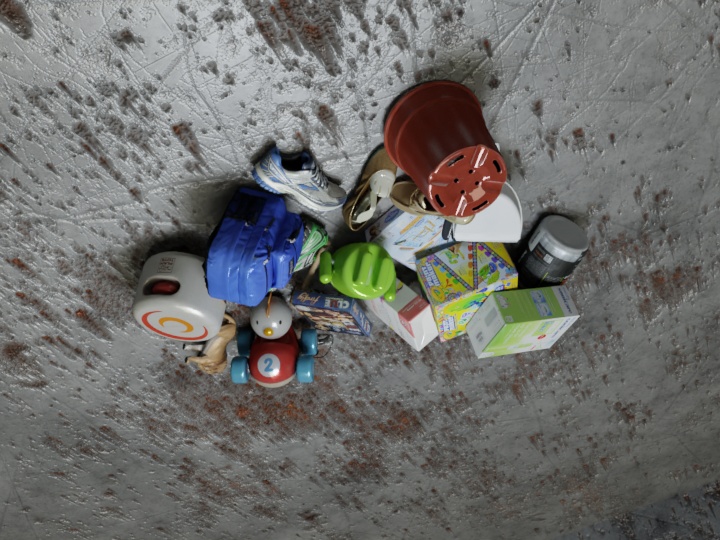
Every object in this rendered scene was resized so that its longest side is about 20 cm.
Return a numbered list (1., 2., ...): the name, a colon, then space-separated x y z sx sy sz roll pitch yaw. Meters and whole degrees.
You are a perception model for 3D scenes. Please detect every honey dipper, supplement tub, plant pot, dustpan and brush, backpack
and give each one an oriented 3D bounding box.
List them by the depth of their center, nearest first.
1. plant pot: 0.162 -0.210 1.520 0.199 0.196 0.202 -9 130 -11
2. backpack: -0.207 -0.037 1.599 0.167 0.201 0.163 13 137 12
3. dustpan and brush: 0.255 -0.152 1.631 0.138 0.057 0.201 2 131 0
4. honey dipper: -0.106 0.006 1.829 0.038 0.038 0.201 9 132 -24
5. supplement tub: 0.416 -0.016 1.883 0.122 0.123 0.201 7 134 -22

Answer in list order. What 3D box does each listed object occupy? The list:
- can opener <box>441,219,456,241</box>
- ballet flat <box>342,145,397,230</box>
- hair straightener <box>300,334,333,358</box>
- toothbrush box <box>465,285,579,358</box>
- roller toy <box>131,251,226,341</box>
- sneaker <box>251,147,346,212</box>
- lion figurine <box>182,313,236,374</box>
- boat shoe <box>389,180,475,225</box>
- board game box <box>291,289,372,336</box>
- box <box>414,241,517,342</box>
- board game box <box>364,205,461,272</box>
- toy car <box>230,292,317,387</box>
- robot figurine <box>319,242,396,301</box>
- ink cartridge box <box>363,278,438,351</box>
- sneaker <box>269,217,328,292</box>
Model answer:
1. can opener: 0.209 -0.152 1.682 0.063 0.079 0.201 13 111 -29
2. ballet flat: 0.023 -0.154 1.659 0.067 0.073 0.200 15 131 -27
3. hair straightener: -0.157 0.202 2.037 0.199 0.041 0.077 -20 139 0
4. toothbrush box: 0.354 0.112 1.836 0.199 0.087 0.146 -6 148 -26
5. roller toy: -0.363 0.049 1.706 0.181 0.141 0.200 22 150 -23
6. sneaker: -0.103 -0.177 1.600 0.199 0.077 0.085 16 127 -31
7. lion figurine: -0.331 0.163 1.917 0.122 0.073 0.200 12 129 -36
8. boat shoe: 0.131 -0.143 1.633 0.064 0.199 0.072 24 84 -53
9. board game box: -0.060 0.098 1.857 0.134 0.035 0.200 7 162 16
10. box: 0.236 0.037 1.848 0.191 0.123 0.200 -22 152 -1
11. board game box: 0.147 -0.089 1.788 0.200 0.041 0.199 -38 133 26
12. toy car: -0.199 0.137 1.863 0.183 0.177 0.201 -2 126 4
13. robot figurine: 0.000 0.000 1.752 0.174 0.117 0.200 13 177 -18
14. ink cartridge box: 0.078 0.076 1.870 0.067 0.200 0.117 -39 141 -15
15. sneaker: -0.140 -0.020 1.759 0.085 0.078 0.200 21 127 -34
